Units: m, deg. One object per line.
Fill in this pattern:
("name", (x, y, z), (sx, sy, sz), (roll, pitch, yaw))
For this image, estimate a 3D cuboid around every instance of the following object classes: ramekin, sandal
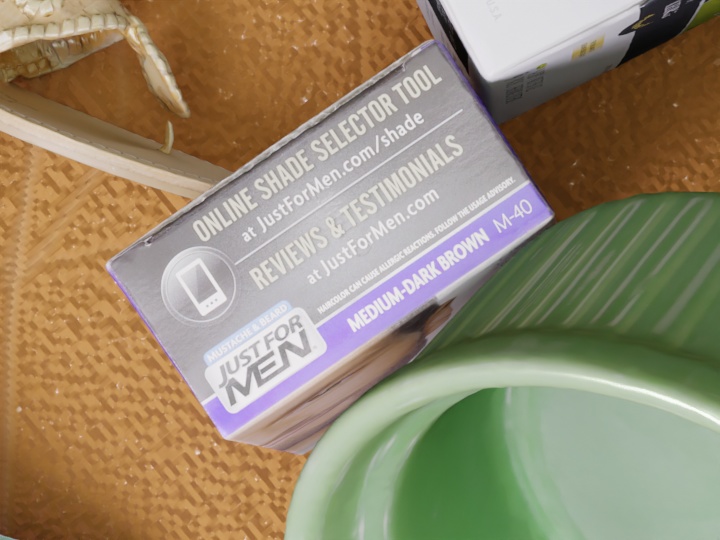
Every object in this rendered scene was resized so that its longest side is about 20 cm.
("ramekin", (0.090, 0.077, 0.755), (0.200, 0.098, 0.200), (18, 133, 21))
("sandal", (-0.117, -0.084, 0.942), (0.211, 0.078, 0.070), (20, 96, 7))

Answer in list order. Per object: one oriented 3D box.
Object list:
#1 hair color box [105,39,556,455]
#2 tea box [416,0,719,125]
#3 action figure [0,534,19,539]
("hair color box", (0.000, 0.000, 0.874), (0.109, 0.200, 0.065), (-34, 82, 2))
("tea box", (0.095, -0.147, 0.873), (0.196, 0.200, 0.134), (-25, 88, 1))
("action figure", (-0.137, 0.116, 0.925), (0.200, 0.055, 0.118), (19, 111, -25))
